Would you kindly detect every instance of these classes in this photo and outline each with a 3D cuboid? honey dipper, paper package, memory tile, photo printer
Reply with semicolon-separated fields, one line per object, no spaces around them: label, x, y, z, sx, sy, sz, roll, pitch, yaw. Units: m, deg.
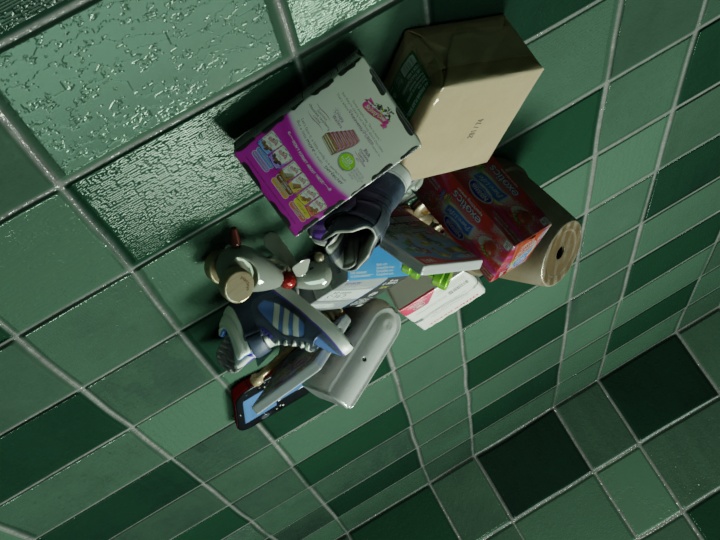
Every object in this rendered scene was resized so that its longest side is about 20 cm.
honey dipper;-0.113;0.122;1.804;0.200;0.038;0.038;-42;159;-9
paper package;0.119;-0.227;1.430;0.188;0.104;0.201;-17;154;-31
memory tile;0.082;-0.071;1.801;0.197;0.017;0.154;-24;155;-18
photo printer;-0.013;0.140;1.888;0.202;0.069;0.166;-58;-161;-12

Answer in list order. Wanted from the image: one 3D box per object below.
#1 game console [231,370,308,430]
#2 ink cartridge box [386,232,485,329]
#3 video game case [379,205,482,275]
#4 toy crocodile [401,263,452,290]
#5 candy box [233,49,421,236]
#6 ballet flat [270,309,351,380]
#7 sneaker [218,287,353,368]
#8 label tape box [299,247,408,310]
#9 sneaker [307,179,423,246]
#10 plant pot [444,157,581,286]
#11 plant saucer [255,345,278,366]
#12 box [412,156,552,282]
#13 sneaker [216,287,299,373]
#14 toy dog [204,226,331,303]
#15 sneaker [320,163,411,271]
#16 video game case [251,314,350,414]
game console;-0.170;0.237;2.077;0.175;0.031;0.201;-25;156;-16
ink cartridge box;0.136;0.024;1.953;0.143;0.085;0.200;-32;160;8
video game case;0.071;-0.051;1.609;0.142;0.199;0.018;-5;122;-46
toy crocodile;0.110;-0.012;1.679;0.200;0.066;0.063;24;87;-78
candy box;-0.042;-0.159;1.323;0.198;0.137;0.061;-34;-159;8
ballet flat;-0.099;0.124;1.888;0.200;0.073;0.067;-43;155;27
sneaker;-0.125;0.108;1.640;0.147;0.199;0.081;-51;171;-2
label tape box;0.000;0.000;1.714;0.142;0.067;0.199;-4;161;-43
sneaker;-0.002;-0.118;1.558;0.199;0.081;0.084;-39;140;-1
plant pot;0.263;-0.061;1.756;0.199;0.172;0.203;-32;138;-35
plant saucer;-0.131;0.108;1.778;0.070;0.019;0.200;-46;-179;13
box;0.184;-0.098;1.630;0.095;0.201;0.100;-28;160;-33
sneaker;-0.166;0.077;1.746;0.200;0.075;0.082;-46;-179;27
toy dog;-0.134;-0.018;1.539;0.198;0.131;0.098;-14;121;-51
sneaker;-0.039;-0.070;1.422;0.200;0.148;0.077;-7;139;41
video game case;-0.095;0.151;1.745;0.142;0.018;0.200;-37;-173;23
